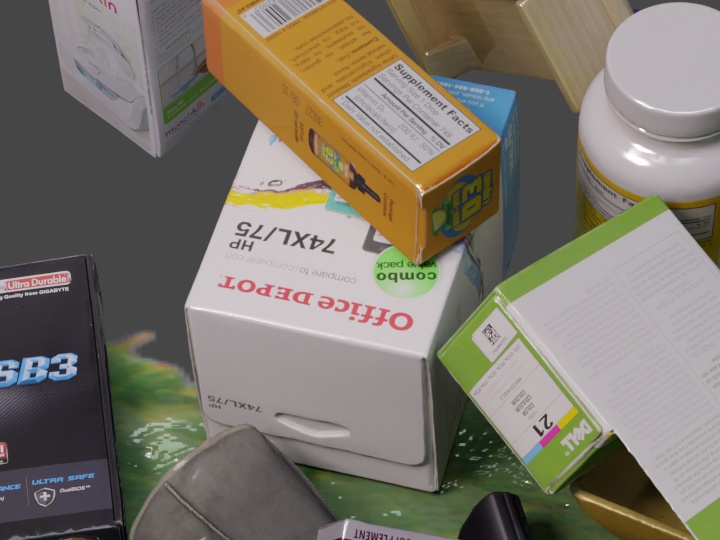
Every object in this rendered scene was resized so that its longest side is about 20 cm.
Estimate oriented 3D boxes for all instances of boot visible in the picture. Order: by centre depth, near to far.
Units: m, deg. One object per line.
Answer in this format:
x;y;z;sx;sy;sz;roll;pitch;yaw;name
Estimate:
-0.062;0.194;1.426;0.182;0.073;0.200;-41;59;-20;boot

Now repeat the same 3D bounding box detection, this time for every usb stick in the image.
0.088;0.195;1.418;0.033;0.056;0.200;17;27;-20;usb stick

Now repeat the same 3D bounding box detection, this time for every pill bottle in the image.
0.184;-0.061;1.546;0.112;0.200;0.113;-1;53;1;pill bottle

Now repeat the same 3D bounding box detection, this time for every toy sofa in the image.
0.106;-0.165;1.637;0.098;0.083;0.200;-37;22;-16;toy sofa

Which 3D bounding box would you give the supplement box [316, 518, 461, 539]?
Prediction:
0.020;0.234;1.321;0.109;0.061;0.200;11;77;-13;supplement box

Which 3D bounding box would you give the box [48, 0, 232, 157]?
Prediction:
-0.099;-0.205;1.682;0.097;0.177;0.200;35;63;24;box

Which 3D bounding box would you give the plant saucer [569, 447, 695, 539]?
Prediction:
0.240;0.122;1.478;0.200;0.048;0.200;22;39;17;plant saucer

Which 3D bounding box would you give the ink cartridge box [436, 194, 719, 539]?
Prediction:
0.163;0.077;1.429;0.148;0.076;0.200;-29;75;-40;ink cartridge box

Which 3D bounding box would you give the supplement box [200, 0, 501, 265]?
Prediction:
-0.007;-0.095;1.482;0.069;0.067;0.200;-30;57;-22;supplement box

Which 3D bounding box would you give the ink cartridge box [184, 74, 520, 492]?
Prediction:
0.000;0.000;1.543;0.147;0.146;0.200;11;55;11;ink cartridge box

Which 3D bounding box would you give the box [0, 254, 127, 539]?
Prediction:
-0.245;0.092;1.551;0.200;0.050;0.199;-7;54;-3;box
